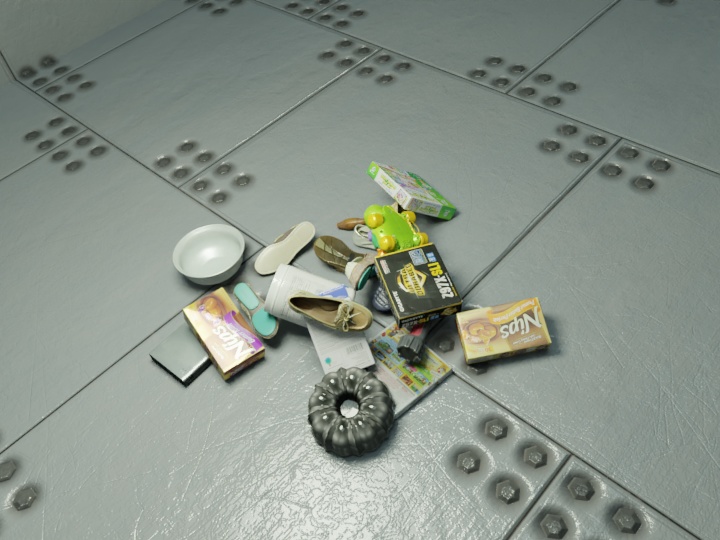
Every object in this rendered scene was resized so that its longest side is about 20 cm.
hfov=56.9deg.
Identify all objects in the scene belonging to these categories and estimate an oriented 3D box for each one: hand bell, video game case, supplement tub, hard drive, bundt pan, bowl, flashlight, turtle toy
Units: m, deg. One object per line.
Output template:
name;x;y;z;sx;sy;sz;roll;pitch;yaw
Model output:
hand bell;0.028;-0.141;1.887;0.199;0.104;0.104;-7;46;21
video game case;0.084;0.228;1.568;0.182;0.023;0.200;-35;51;-21
supplement tub;-0.122;0.074;1.630;0.199;0.132;0.132;20;51;0
hard drive;-0.412;0.183;1.681;0.139;0.033;0.200;28;57;30
bundt pan;-0.025;0.299;1.450;0.201;0.076;0.203;-3;63;6
bowl;-0.406;-0.028;1.832;0.200;0.091;0.202;-5;48;6
flashlight;0.135;0.131;1.594;0.067;0.068;0.200;-6;32;30
turtle toy;0.076;-0.101;1.738;0.145;0.101;0.201;-6;55;-33

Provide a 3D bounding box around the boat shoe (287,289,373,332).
boat shoe;-0.069;0.095;1.496;0.199;0.063;0.074;13;90;0

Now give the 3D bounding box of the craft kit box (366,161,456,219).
craft kit box;0.144;-0.224;1.876;0.199;0.049;0.198;7;34;-45

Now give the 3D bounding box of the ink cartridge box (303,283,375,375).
ink cartridge box;-0.055;0.144;1.546;0.119;0.042;0.201;-21;92;0

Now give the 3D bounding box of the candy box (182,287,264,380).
candy box;-0.337;0.154;1.636;0.116;0.057;0.200;-29;68;-23

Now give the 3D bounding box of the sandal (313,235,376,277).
sandal;-0.040;-0.027;1.805;0.199;0.054;0.081;24;60;10

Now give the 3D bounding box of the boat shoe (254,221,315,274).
boat shoe;-0.213;-0.062;1.853;0.200;0.072;0.059;-42;13;-11

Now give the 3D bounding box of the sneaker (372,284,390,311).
sneaker;0.114;0.038;1.705;0.200;0.082;0.074;-39;75;-13

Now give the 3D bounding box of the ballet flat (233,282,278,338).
ballet flat;-0.256;0.110;1.693;0.068;0.075;0.200;-37;55;-8

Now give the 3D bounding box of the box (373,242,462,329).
box;0.136;0.034;1.605;0.159;0.049;0.201;-12;50;-9

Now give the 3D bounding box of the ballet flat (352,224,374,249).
ballet flat;0.069;-0.087;1.827;0.199;0.070;0.070;11;51;18

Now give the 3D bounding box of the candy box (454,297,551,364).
candy box;0.333;0.142;1.562;0.199;0.055;0.116;-11;68;-2

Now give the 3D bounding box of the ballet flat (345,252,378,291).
ballet flat;0.000;0.000;1.686;0.067;0.068;0.200;22;20;13
